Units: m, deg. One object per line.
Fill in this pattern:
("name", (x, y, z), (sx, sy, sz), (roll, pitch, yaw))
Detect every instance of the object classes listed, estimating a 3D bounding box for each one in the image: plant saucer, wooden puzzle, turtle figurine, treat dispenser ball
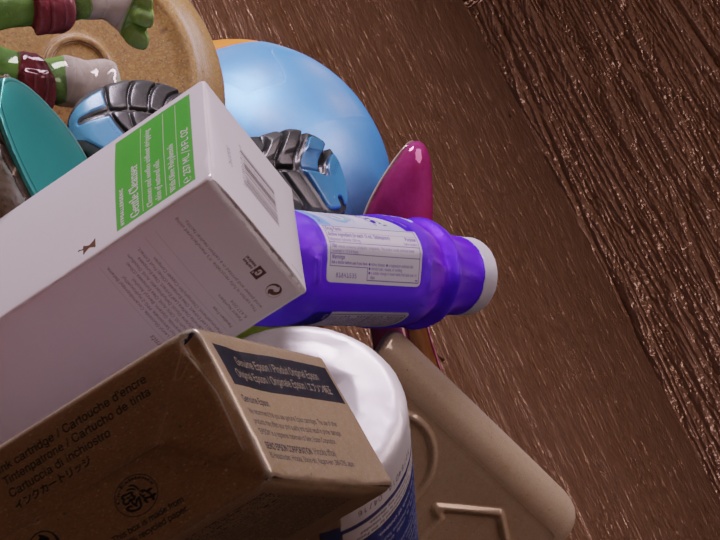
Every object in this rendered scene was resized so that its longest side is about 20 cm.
("plant saucer", (-0.168, -0.112, 1.444), (0.201, 0.200, 0.035), (57, -26, 1))
("wooden puzzle", (0.010, 0.161, 1.461), (0.185, 0.200, 0.046), (44, -11, -29))
("turtle figurine", (-0.206, -0.105, 1.321), (0.200, 0.193, 0.144), (15, -76, 63))
("treat dispenser ball", (-0.079, -0.047, 1.585), (0.201, 0.201, 0.201), (54, 12, -17))

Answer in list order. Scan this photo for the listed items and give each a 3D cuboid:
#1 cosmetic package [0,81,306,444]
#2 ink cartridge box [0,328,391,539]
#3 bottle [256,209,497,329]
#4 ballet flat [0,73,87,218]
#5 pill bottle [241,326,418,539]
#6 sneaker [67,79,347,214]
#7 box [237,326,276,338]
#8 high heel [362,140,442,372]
("cosmetic package", (-0.131, 0.011, 1.220), (0.085, 0.200, 0.108), (51, 13, -28))
("ink cartridge box", (-0.107, 0.109, 1.068), (0.075, 0.200, 0.165), (61, 12, 13))
("bottle", (0.000, 0.000, 1.401), (0.200, 0.083, 0.066), (3, 91, -49))
("ballet flat", (-0.155, -0.011, 1.310), (0.200, 0.072, 0.072), (53, 12, -26))
("pill bottle", (-0.027, 0.130, 1.242), (0.200, 0.111, 0.111), (84, -13, -49))
("sneaker", (-0.096, -0.047, 1.393), (0.200, 0.082, 0.073), (18, 50, -47))
("box", (-0.045, 0.118, 1.482), (0.200, 0.122, 0.048), (52, 1, -27))
("high heel", (0.040, 0.025, 1.526), (0.096, 0.201, 0.067), (19, 12, 21))
